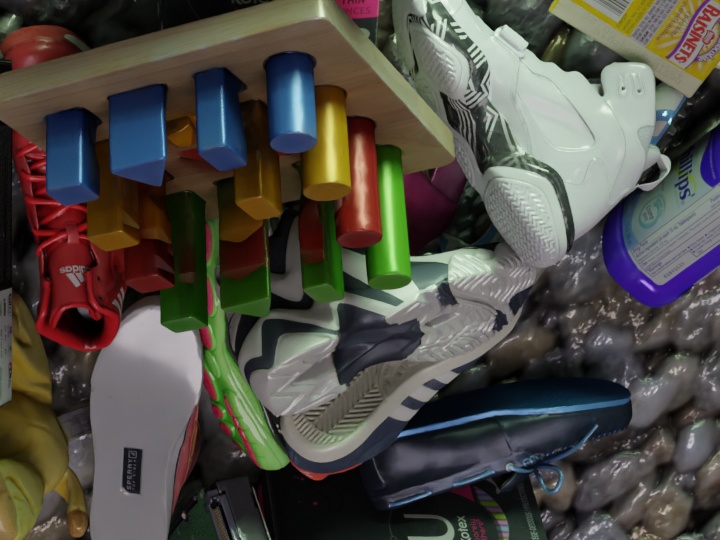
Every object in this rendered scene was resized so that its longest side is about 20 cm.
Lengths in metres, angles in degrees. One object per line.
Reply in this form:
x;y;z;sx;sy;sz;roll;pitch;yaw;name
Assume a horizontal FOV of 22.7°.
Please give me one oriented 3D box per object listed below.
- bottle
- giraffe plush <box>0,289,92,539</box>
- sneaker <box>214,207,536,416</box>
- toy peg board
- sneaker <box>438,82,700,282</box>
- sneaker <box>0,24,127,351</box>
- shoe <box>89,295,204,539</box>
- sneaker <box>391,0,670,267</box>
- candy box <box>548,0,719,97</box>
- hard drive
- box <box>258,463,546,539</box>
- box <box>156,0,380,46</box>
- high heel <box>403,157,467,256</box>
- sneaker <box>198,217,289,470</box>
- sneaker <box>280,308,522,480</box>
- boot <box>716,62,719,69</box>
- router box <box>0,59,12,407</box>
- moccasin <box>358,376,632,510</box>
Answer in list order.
0.241;-0.058;1.133;0.065;0.084;0.200;37;127;-17;bottle
-0.282;0.111;1.163;0.161;0.174;0.200;-13;163;12;giraffe plush
0.000;0.000;1.108;0.198;0.130;0.080;-25;144;-15;sneaker
-0.069;-0.046;0.985;0.199;0.099;0.199;-12;158;19;toy peg board
0.133;-0.058;1.150;0.200;0.072;0.073;-43;84;10;sneaker
-0.170;-0.039;1.072;0.078;0.116;0.201;-13;128;0;sneaker
-0.140;0.093;1.197;0.071;0.091;0.201;10;116;-1;shoe
0.103;-0.113;1.074;0.114;0.075;0.201;-29;93;-13;sneaker
0.192;-0.188;1.000;0.102;0.027;0.200;29;140;-4;candy box
-0.099;0.240;1.237;0.038;0.141;0.200;-10;157;-26;hard drive
0.027;0.216;1.287;0.198;0.123;0.107;2;127;-13;box
-0.051;-0.206;0.975;0.121;0.106;0.201;-2;127;-8;box
-0.016;-0.073;1.105;0.199;0.067;0.096;18;112;-39;high heel
-0.072;0.037;1.188;0.084;0.077;0.201;-33;128;-23;sneaker
0.025;0.066;1.195;0.199;0.075;0.085;-34;159;-22;sneaker
0.214;-0.199;1.054;0.199;0.073;0.156;12;125;-22;boot
-0.276;-0.022;1.027;0.148;0.051;0.202;2;95;6;router box
0.094;0.122;1.261;0.198;0.080;0.069;-9;103;-4;moccasin
